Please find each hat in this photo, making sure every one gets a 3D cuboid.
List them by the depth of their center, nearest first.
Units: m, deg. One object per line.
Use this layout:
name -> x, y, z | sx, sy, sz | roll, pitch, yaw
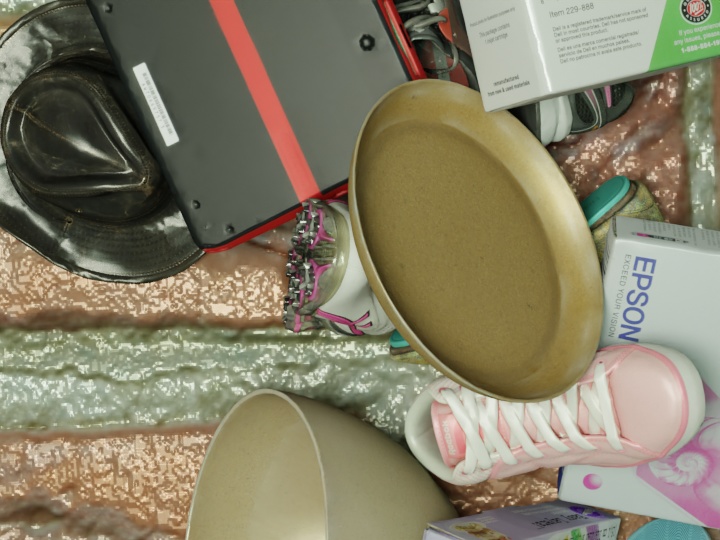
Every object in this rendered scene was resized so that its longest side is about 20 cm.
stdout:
hat -> -0.171, -0.084, 1.092 | 0.199, 0.081, 0.202 | 0, 94, 3

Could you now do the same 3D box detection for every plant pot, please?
plant pot -> 0.064, -0.015, 0.976 | 0.027, 0.200, 0.201 | -31, 93, 42
plant pot -> -0.011, 0.182, 1.066 | 0.134, 0.200, 0.202 | 9, 96, -28

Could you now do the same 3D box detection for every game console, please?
game console -> -0.062, -0.133, 1.040 | 0.176, 0.031, 0.201 | -25, 90, 15

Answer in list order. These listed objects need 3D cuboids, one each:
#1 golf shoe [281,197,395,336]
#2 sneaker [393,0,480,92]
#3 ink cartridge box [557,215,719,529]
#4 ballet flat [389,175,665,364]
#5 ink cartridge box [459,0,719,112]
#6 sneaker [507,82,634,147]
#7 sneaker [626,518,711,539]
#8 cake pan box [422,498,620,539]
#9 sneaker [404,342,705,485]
golf shoe -> 0.000, 0.000, 1.031 | 0.091, 0.200, 0.073 | 6, 83, -3
sneaker -> 0.040, -0.165, 1.070 | 0.077, 0.082, 0.201 | -23, 93, 6
ink cartridge box -> 0.238, 0.074, 1.065 | 0.198, 0.043, 0.198 | 9, 117, 4
ballet flat -> 0.113, 0.018, 1.093 | 0.199, 0.071, 0.071 | -35, 92, 6
ink cartridge box -> 0.129, -0.209, 0.995 | 0.145, 0.084, 0.201 | -14, 93, -22
sneaker -> 0.125, -0.181, 1.078 | 0.086, 0.080, 0.202 | -10, 93, -18
sneaker -> 0.197, 0.272, 1.106 | 0.079, 0.131, 0.201 | 6, 59, 26
cake pan box -> 0.089, 0.244, 1.055 | 0.052, 0.200, 0.186 | 17, 96, 31
sneaker -> 0.108, 0.093, 1.023 | 0.104, 0.200, 0.076 | -14, 93, -40
